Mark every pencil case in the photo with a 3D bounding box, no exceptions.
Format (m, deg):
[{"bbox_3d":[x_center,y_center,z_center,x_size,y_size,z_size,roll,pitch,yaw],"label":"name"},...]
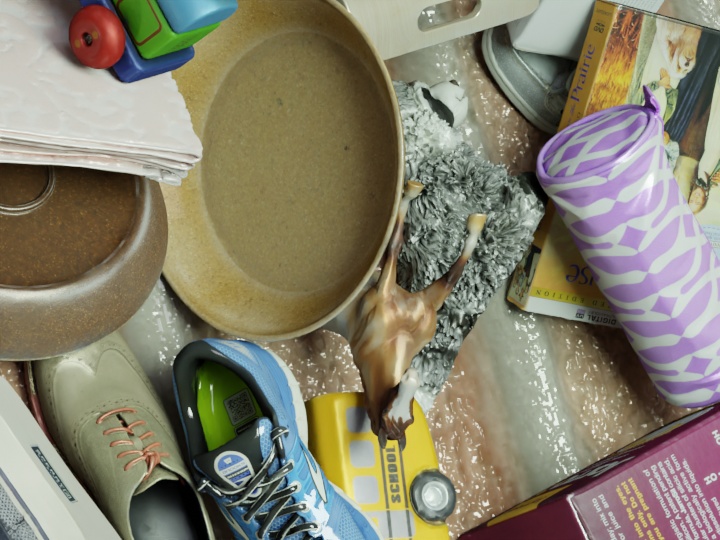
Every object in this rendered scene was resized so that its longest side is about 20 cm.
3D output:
[{"bbox_3d":[0.183,-0.007,1.096,0.200,0.085,0.084,56,11,-28],"label":"pencil case"}]

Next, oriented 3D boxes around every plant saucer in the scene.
[{"bbox_3d":[-0.045,-0.061,1.008,0.035,0.200,0.201,-3,73,-51],"label":"plant saucer"},{"bbox_3d":[-0.195,-0.046,0.979,0.200,0.034,0.201,13,55,-19],"label":"plant saucer"}]

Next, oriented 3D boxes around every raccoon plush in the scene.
[{"bbox_3d":[0.025,-0.024,1.085,0.134,0.097,0.200,30,62,-7],"label":"raccoon plush"}]

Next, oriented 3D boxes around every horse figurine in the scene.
[{"bbox_3d":[0.000,0.000,1.029,0.050,0.200,0.133,5,111,-36],"label":"horse figurine"}]

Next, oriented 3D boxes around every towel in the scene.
[{"bbox_3d":[-0.197,-0.119,0.977,0.191,0.032,0.200,6,36,-26],"label":"towel"}]

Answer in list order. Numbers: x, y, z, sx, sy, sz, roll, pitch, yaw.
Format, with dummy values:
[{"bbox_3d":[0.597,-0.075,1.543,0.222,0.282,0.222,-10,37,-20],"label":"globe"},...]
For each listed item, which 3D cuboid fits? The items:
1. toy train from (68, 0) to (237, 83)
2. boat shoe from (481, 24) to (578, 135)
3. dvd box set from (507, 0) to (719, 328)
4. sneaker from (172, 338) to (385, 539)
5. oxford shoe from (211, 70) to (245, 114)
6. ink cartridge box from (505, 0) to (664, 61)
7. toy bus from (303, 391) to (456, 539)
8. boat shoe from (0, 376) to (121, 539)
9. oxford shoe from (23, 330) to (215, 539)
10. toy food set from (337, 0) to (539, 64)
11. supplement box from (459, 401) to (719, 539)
[{"bbox_3d":[-0.125,-0.212,0.953,0.085,0.116,0.200,-25,88,-50],"label":"toy train"},{"bbox_3d":[0.171,-0.112,1.200,0.202,0.065,0.075,37,60,-12],"label":"boat shoe"},{"bbox_3d":[0.187,-0.060,1.149,0.146,0.029,0.200,11,103,-24],"label":"dvd box set"},{"bbox_3d":[-0.051,0.122,0.961,0.200,0.078,0.089,59,12,22],"label":"sneaker"},{"bbox_3d":[-0.033,-0.161,1.122,0.073,0.071,0.200,37,58,18],"label":"oxford shoe"},{"bbox_3d":[0.156,-0.263,1.139,0.084,0.200,0.176,8,48,-23],"label":"ink cartridge box"},{"bbox_3d":[0.011,0.172,1.022,0.078,0.065,0.200,1,73,-27],"label":"toy bus"},{"bbox_3d":[-0.178,0.147,0.912,0.093,0.075,0.200,-37,76,3],"label":"boat shoe"},{"bbox_3d":[-0.121,0.097,0.973,0.070,0.075,0.200,-23,84,-29],"label":"oxford shoe"},{"bbox_3d":[-0.004,-0.203,1.086,0.143,0.060,0.200,-20,54,-32],"label":"toy food set"},{"bbox_3d":[0.183,0.153,1.080,0.200,0.131,0.103,-23,84,-32],"label":"supplement box"}]
